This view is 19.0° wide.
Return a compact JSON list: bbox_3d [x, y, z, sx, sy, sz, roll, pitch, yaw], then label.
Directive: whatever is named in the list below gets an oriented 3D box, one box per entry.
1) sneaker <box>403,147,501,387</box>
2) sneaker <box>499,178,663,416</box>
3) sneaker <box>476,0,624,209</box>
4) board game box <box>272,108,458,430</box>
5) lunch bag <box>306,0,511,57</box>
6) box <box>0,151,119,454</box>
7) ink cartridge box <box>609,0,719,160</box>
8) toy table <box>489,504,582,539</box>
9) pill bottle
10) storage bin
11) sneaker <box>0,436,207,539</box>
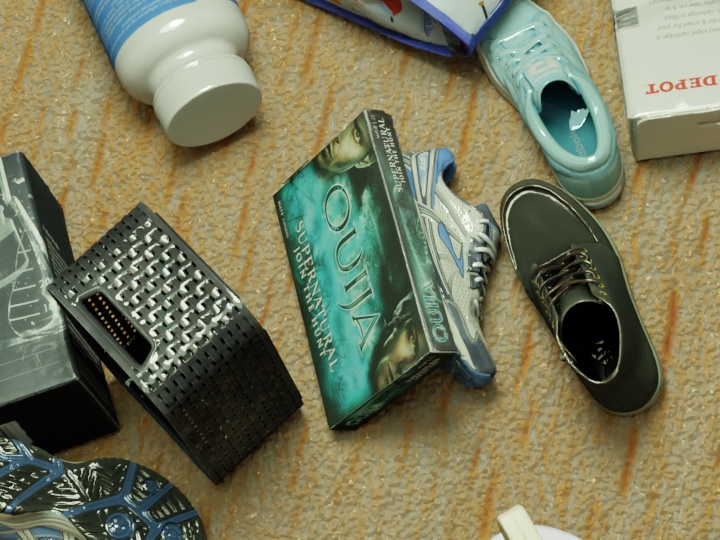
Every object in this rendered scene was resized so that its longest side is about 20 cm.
[{"bbox_3d":[0.071,-0.011,1.611,0.085,0.077,0.201,-19,68,-6],"label":"sneaker"},{"bbox_3d":[0.155,0.005,1.565,0.075,0.106,0.201,-32,67,8],"label":"sneaker"},{"bbox_3d":[0.146,-0.147,1.647,0.074,0.082,0.201,-29,67,-4],"label":"sneaker"},{"bbox_3d":[0.000,0.000,1.593,0.028,0.135,0.201,3,60,-36],"label":"board game box"},{"bbox_3d":[0.046,-0.275,1.688,0.199,0.124,0.170,28,75,22],"label":"lunch bag"},{"bbox_3d":[-0.309,0.047,1.621,0.199,0.124,0.197,-19,65,1],"label":"box"},{"bbox_3d":[0.265,-0.195,1.646,0.145,0.084,0.201,-7,68,7],"label":"ink cartridge box"},{"bbox_3d":[0.145,0.253,1.464,0.184,0.117,0.200,-40,70,-12],"label":"toy table"},{"bbox_3d":[-0.155,-0.202,1.700,0.112,0.112,0.201,-26,66,-2],"label":"pill bottle"},{"bbox_3d":[-0.129,0.055,1.544,0.094,0.200,0.135,-43,68,-8],"label":"storage bin"},{"bbox_3d":[-0.208,0.179,1.582,0.199,0.077,0.076,20,56,-2],"label":"sneaker"}]
